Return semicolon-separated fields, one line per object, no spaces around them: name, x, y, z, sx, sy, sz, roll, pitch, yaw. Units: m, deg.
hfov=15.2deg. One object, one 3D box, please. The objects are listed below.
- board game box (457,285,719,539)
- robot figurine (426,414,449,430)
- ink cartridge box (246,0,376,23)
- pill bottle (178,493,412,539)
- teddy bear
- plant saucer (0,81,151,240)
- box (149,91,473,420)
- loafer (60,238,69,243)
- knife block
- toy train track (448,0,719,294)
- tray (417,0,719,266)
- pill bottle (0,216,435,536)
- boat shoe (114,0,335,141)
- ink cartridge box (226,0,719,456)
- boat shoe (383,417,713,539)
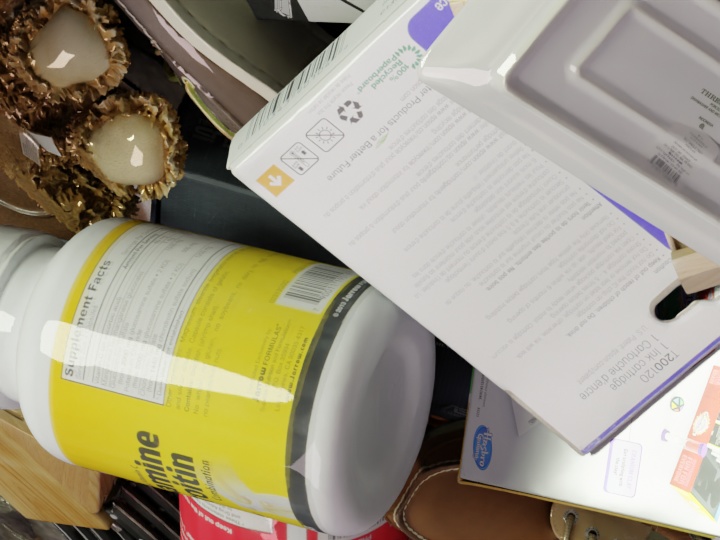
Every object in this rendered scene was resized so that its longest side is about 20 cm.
board game box;0.142;0.033;1.126;0.200;0.153;0.040;11;-175;35
robot figurine;0.052;0.105;1.373;0.200;0.058;0.145;18;-176;25
ink cartridge box;-0.032;-0.178;1.044;0.094;0.044;0.200;5;144;30
pill bottle;-0.030;0.135;1.292;0.112;0.112;0.200;15;126;20
teddy bear;-0.139;-0.082;1.208;0.145;0.067;0.200;47;158;-6
plant saucer;-0.171;-0.055;1.366;0.200;0.032;0.200;19;150;11
box;0.000;0.000;1.281;0.200;0.051;0.158;17;149;3
loafer;-0.106;0.041;1.390;0.200;0.063;0.072;24;157;-30
knife block;-0.163;0.088;1.391;0.200;0.064;0.176;26;154;5
toy train track;0.103;-0.071;1.011;0.115;0.033;0.200;-17;119;13
tray;0.126;-0.063;0.988;0.200;0.022;0.107;29;111;-31
pill bottle;-0.077;0.039;1.164;0.200;0.112;0.112;13;148;22
boat shoe;-0.051;-0.092;1.156;0.200;0.072;0.060;39;136;-17
ink cartridge box;0.085;-0.047;1.073;0.200;0.043;0.198;39;117;-18
boat shoe;0.103;0.123;1.244;0.200;0.076;0.074;16;-158;-31
